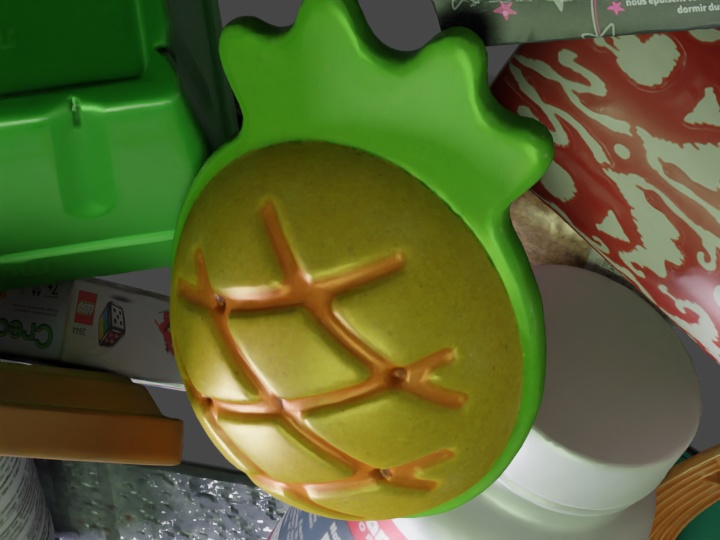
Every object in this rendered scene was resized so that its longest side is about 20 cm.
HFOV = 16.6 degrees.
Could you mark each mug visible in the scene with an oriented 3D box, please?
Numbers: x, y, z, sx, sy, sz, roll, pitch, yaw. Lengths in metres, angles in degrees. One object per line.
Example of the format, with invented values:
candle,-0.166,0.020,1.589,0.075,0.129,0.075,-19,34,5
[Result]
mug,0.157,-0.041,0.846,0.200,0.178,0.133,39,155,4

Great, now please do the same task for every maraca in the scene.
maraca,0.000,0.000,0.802,0.137,0.107,0.201,19,128,14

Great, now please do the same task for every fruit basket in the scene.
fruit basket,-0.146,-0.058,0.889,0.215,0.156,0.216,-9,159,-4

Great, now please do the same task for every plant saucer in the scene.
plant saucer,-0.161,0.044,0.869,0.199,0.032,0.200,6,177,0

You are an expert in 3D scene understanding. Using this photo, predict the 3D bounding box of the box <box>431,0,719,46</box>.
box,0.117,-0.156,0.733,0.199,0.132,0.115,-2,131,21

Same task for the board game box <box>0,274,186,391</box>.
board game box,-0.109,0.024,0.979,0.126,0.035,0.200,7,175,30

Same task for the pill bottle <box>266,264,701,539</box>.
pill bottle,0.043,0.092,0.941,0.119,0.120,0.200,25,135,-7

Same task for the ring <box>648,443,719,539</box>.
ring,0.190,0.107,1.004,0.200,0.019,0.201,-9,148,-6

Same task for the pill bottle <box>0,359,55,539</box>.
pill bottle,-0.204,0.107,1.139,0.113,0.114,0.200,6,136,14

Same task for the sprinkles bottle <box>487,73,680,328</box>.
sprinkles bottle,0.114,-0.015,0.930,0.199,0.068,0.068,20,138,-1

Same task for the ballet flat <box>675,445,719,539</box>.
ballet flat,0.070,0.090,1.071,0.199,0.068,0.064,14,166,-1

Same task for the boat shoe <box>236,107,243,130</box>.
boat shoe,-0.003,-0.007,0.979,0.199,0.066,0.074,34,177,-42
